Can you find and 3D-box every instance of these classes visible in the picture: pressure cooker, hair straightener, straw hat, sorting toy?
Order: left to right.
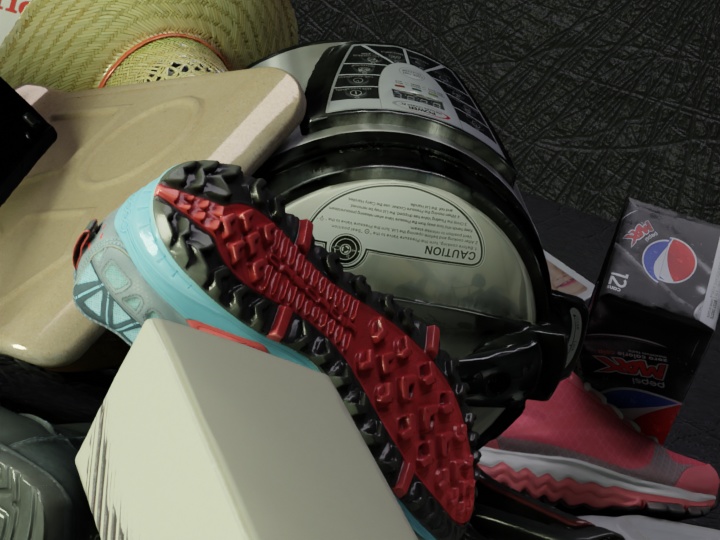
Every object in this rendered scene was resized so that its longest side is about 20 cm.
[{"bbox_3d":[-0.139,-0.022,0.981,0.199,0.185,0.037,4,-47,45],"label":"sorting toy"},{"bbox_3d":[-0.096,-0.068,1.127,0.200,0.202,0.085,10,25,-39],"label":"straw hat"},{"bbox_3d":[0.000,0.003,1.018,0.179,0.175,0.200,56,9,-26],"label":"pressure cooker"},{"bbox_3d":[0.046,0.125,1.020,0.199,0.041,0.077,26,42,32],"label":"hair straightener"}]

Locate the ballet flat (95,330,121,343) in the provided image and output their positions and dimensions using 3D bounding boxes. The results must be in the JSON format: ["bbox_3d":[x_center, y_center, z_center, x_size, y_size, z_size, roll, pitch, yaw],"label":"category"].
[{"bbox_3d":[-0.194,0.022,1.054,0.199,0.068,0.067,-4,-26,-6],"label":"ballet flat"}]

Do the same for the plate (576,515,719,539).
[{"bbox_3d":[0.208,0.166,1.074,0.199,0.032,0.200,13,9,-24],"label":"plate"}]

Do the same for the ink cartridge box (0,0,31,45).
[{"bbox_3d":[-0.198,-0.072,1.224,0.146,0.201,0.083,14,9,-19],"label":"ink cartridge box"}]

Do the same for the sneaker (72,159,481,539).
[{"bbox_3d":[-0.033,0.039,0.875,0.095,0.079,0.200,-23,-61,39],"label":"sneaker"}]

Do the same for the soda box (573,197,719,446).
[{"bbox_3d":[0.147,0.050,1.199,0.063,0.071,0.200,17,-33,4],"label":"soda box"}]

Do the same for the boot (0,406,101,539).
[{"bbox_3d":[-0.121,0.072,0.892,0.165,0.066,0.200,31,17,27],"label":"boot"}]

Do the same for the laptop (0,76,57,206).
[{"bbox_3d":[-0.256,-0.063,0.931,0.200,0.103,0.177,43,28,-10],"label":"laptop"}]

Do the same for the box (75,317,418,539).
[{"bbox_3d":[-0.030,0.100,0.725,0.082,0.069,0.200,21,19,-26],"label":"box"}]

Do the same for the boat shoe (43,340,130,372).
[{"bbox_3d":[-0.081,0.022,1.181,0.199,0.073,0.065,-6,-3,3],"label":"boat shoe"}]

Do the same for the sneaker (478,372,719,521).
[{"bbox_3d":[0.111,0.085,1.141,0.199,0.087,0.074,12,-18,-33],"label":"sneaker"}]

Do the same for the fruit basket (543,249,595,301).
[{"bbox_3d":[0.007,0.003,1.269,0.185,0.094,0.200,-28,46,-18],"label":"fruit basket"}]
